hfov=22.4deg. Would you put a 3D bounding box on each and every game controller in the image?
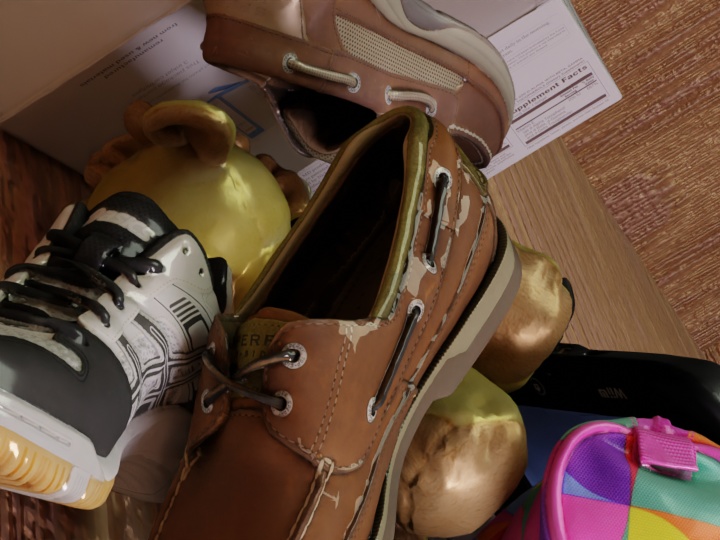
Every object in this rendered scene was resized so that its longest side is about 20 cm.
[{"bbox_3d":[0.094,0.072,0.693,0.104,0.042,0.200,48,-21,-19],"label":"game controller"}]

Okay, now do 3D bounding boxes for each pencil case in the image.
[{"bbox_3d":[0.071,0.116,0.654,0.089,0.088,0.200,62,-24,13],"label":"pencil case"}]

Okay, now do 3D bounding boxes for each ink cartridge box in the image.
[{"bbox_3d":[-0.079,-0.115,0.795,0.129,0.125,0.200,64,13,22],"label":"ink cartridge box"}]

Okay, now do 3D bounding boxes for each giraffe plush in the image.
[{"bbox_3d":[-0.035,0.015,0.662,0.162,0.173,0.201,33,31,-15],"label":"giraffe plush"}]

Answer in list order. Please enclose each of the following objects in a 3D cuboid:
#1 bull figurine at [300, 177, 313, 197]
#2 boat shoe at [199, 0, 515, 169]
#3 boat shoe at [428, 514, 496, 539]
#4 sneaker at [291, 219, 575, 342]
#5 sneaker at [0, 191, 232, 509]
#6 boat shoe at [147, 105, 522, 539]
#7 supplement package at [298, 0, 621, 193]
[{"bbox_3d":[-0.009,0.022,0.912,0.201,0.065,0.121,64,15,22],"label":"bull figurine"},{"bbox_3d":[-0.004,-0.072,0.689,0.200,0.075,0.072,30,76,-55],"label":"boat shoe"},{"bbox_3d":[0.058,0.113,0.822,0.200,0.068,0.072,-67,150,-56],"label":"boat shoe"},{"bbox_3d":[0.000,0.000,0.794,0.199,0.078,0.070,22,35,-23],"label":"sneaker"},{"bbox_3d":[-0.085,0.017,0.509,0.200,0.075,0.088,31,74,-80],"label":"sneaker"},{"bbox_3d":[-0.021,0.037,0.518,0.201,0.071,0.068,-62,140,-36],"label":"boat shoe"},{"bbox_3d":[0.026,-0.133,1.091,0.111,0.199,0.156,46,18,-51],"label":"supplement package"}]
